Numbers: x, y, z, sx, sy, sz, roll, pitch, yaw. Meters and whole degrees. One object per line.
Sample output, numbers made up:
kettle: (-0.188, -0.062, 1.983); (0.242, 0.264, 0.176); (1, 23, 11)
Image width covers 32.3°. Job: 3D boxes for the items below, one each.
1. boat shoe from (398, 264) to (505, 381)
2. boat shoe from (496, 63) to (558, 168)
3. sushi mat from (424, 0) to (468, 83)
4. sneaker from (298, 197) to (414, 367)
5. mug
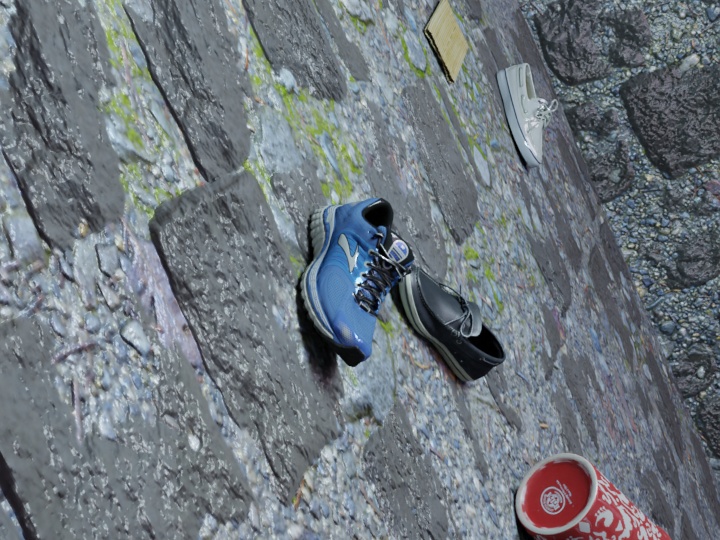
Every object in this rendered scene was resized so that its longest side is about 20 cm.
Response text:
boat shoe: (0.102, 0.053, 1.392); (0.200, 0.062, 0.075); (50, 29, -39)
boat shoe: (0.308, -0.282, 2.207); (0.075, 0.086, 0.202); (36, 37, -56)
sushi mat: (0.137, -0.364, 1.959); (0.096, 0.012, 0.200); (63, 21, -19)
sneaker: (0.000, 0.000, 1.143); (0.079, 0.089, 0.200); (51, 27, -38)
mug: (0.264, 0.314, 1.511); (0.200, 0.177, 0.133); (47, 66, -37)
